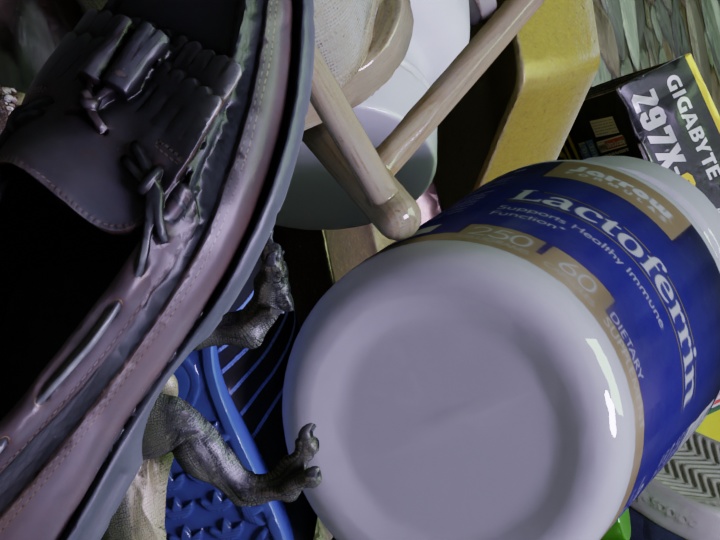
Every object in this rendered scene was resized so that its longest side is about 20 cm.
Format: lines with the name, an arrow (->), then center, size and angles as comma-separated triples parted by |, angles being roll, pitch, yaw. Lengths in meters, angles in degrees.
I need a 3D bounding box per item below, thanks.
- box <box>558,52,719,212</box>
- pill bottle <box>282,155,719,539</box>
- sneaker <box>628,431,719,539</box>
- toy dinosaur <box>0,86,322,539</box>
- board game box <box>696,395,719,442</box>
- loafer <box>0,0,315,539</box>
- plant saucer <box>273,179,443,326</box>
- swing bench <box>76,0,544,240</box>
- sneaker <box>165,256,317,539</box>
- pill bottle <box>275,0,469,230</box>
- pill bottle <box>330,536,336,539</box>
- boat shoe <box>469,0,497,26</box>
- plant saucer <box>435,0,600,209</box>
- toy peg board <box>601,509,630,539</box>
box -> 0.140, -0.017, 1.376 | 0.160, 0.049, 0.200 | 66, -19, -3
pill bottle -> 0.061, 0.026, 0.920 | 0.200, 0.115, 0.116 | -34, 111, -65
sneaker -> 0.102, 0.096, 1.247 | 0.075, 0.200, 0.085 | -17, 127, -35
toy dinosaur -> -0.059, 0.038, 0.807 | 0.047, 0.088, 0.201 | -74, 152, -84
board game box -> 0.133, 0.063, 1.339 | 0.200, 0.048, 0.102 | 26, -45, 63
loafer -> -0.074, -0.004, 0.699 | 0.063, 0.072, 0.200 | 28, 84, -53
plant saucer -> 0.000, 0.000, 1.134 | 0.200, 0.037, 0.201 | -11, 90, -74
swing bench -> -0.049, -0.144, 0.847 | 0.130, 0.200, 0.199 | -48, 139, -16
sneaker -> -0.056, 0.013, 0.879 | 0.078, 0.070, 0.201 | -68, 150, -66
pill bottle -> -0.016, -0.120, 1.027 | 0.111, 0.111, 0.200 | 57, 26, -53
pill bottle -> 0.063, 0.170, 0.906 | 0.106, 0.200, 0.106 | -63, -177, 6
boat shoe -> 0.009, -0.140, 1.210 | 0.200, 0.057, 0.067 | -127, -164, -72
plant saucer -> 0.063, -0.117, 1.243 | 0.200, 0.048, 0.200 | 109, -21, -60
toy peg board -> 0.076, 0.197, 1.146 | 0.199, 0.098, 0.200 | -72, 146, -61
